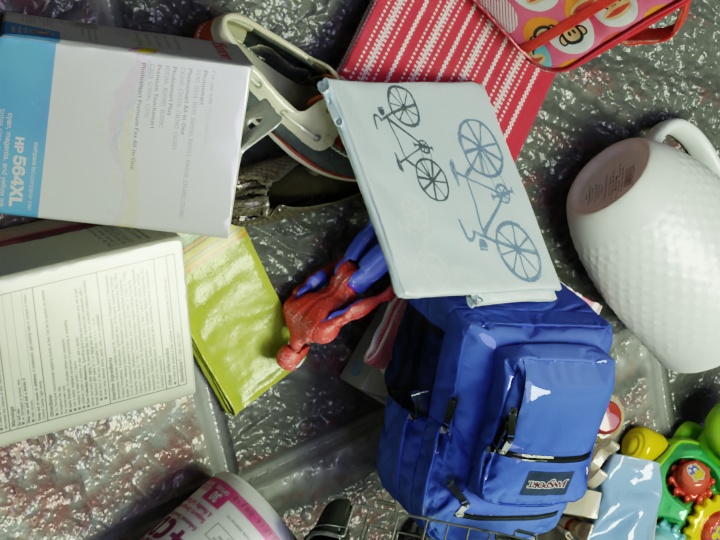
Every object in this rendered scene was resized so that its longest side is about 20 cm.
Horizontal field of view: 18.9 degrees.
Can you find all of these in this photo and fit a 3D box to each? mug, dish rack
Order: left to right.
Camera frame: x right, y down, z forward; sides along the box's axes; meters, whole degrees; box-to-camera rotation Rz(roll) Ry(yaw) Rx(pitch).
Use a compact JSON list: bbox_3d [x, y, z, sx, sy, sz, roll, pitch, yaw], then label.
[{"bbox_3d":[0.056,0.252,1.687,0.055,0.199,0.154,-70,167,-45],"label":"dish rack"},{"bbox_3d":[0.271,-0.042,1.871,0.175,0.147,0.201,45,48,-26],"label":"mug"}]

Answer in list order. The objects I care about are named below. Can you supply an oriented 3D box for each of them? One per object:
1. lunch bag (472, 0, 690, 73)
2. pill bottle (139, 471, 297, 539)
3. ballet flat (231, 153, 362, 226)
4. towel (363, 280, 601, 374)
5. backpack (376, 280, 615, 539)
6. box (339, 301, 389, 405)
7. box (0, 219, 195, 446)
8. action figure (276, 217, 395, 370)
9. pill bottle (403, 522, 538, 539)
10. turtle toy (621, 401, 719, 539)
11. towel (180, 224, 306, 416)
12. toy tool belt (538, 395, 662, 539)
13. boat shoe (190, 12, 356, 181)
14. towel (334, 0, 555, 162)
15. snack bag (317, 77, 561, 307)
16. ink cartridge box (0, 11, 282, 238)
[{"bbox_3d":[0.183,-0.245,1.693,0.176,0.200,0.082,46,45,-15],"label":"lunch bag"},{"bbox_3d":[-0.145,0.261,1.695,0.200,0.113,0.114,-40,122,-17],"label":"pill bottle"},{"bbox_3d":[-0.028,-0.078,1.707,0.199,0.046,0.068,-19,110,-33],"label":"ballet flat"},{"bbox_3d":[0.106,0.053,1.798,0.200,0.030,0.147,31,88,-35],"label":"towel"},{"bbox_3d":[0.102,0.122,1.709,0.162,0.168,0.201,5,113,-26],"label":"backpack"},{"bbox_3d":[0.098,0.071,1.840,0.200,0.041,0.156,32,86,-34],"label":"box"},{"bbox_3d":[-0.233,0.040,1.571,0.199,0.109,0.129,-13,113,-26],"label":"box"},{"bbox_3d":[0.000,0.000,1.732,0.200,0.065,0.052,-49,142,-3],"label":"action figure"},{"bbox_3d":[0.126,0.273,1.818,0.106,0.200,0.107,-12,112,-31],"label":"pill bottle"},{"bbox_3d":[0.308,0.203,1.976,0.145,0.101,0.201,25,90,-35],"label":"turtle toy"},{"bbox_3d":[-0.110,0.015,1.704,0.086,0.018,0.201,-35,120,-19],"label":"towel"},{"bbox_3d":[0.214,0.204,1.878,0.124,0.123,0.201,10,86,-19],"label":"toy tool belt"},{"bbox_3d":[-0.043,-0.132,1.652,0.199,0.062,0.071,30,51,-24],"label":"boat shoe"},{"bbox_3d":[0.074,-0.163,1.754,0.200,0.022,0.145,36,72,-35],"label":"towel"},{"bbox_3d":[0.061,-0.059,1.659,0.199,0.021,0.190,-4,69,-48],"label":"snack bag"},{"bbox_3d":[-0.161,-0.101,1.529,0.199,0.129,0.126,7,102,-9],"label":"ink cartridge box"}]
